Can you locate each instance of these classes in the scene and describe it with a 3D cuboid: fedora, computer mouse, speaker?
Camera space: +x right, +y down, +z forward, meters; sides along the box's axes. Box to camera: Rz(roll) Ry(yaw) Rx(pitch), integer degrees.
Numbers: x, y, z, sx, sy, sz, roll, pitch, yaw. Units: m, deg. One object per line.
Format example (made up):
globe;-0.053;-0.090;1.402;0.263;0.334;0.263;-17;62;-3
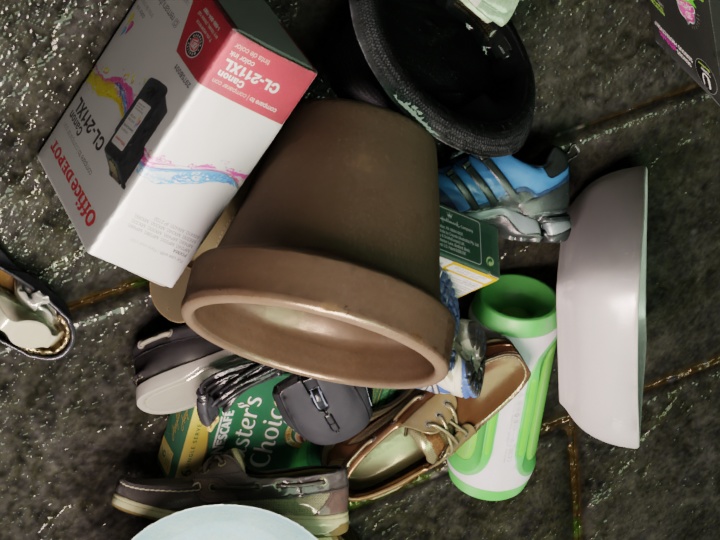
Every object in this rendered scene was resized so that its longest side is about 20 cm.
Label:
fedora;0.043;-0.155;1.675;0.200;0.202;0.091;22;141;-38
computer mouse;-0.057;0.115;1.765;0.139;0.046;0.200;-21;157;-1
speaker;0.127;0.106;1.936;0.088;0.089;0.201;-9;127;-23

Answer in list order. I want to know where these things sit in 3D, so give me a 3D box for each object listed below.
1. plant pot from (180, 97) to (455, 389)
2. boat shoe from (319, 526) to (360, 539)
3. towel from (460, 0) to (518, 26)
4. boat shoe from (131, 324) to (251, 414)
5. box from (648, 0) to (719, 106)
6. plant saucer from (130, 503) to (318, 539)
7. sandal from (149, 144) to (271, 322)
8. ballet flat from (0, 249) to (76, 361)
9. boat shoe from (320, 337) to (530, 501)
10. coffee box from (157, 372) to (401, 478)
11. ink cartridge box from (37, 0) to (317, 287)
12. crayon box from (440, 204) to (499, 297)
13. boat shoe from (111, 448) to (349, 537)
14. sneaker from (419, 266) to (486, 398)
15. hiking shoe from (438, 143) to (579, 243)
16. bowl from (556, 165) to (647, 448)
plant pot;-0.014;-0.025;1.583;0.200;0.199;0.176;28;69;-39
boat shoe;-0.035;0.262;1.976;0.063;0.073;0.201;-33;130;6
towel;0.080;-0.296;1.631;0.200;0.023;0.153;34;89;-35
boat shoe;-0.095;0.055;1.750;0.199;0.061;0.074;-23;152;18
box;0.314;-0.260;1.744;0.148;0.125;0.201;-24;132;-9
plant saucer;-0.113;0.265;1.792;0.199;0.039;0.202;-2;120;-4
sandal;-0.104;-0.056;1.722;0.069;0.077;0.213;-27;149;-52
ballet flat;-0.290;0.015;1.655;0.073;0.073;0.200;-46;131;9
boat shoe;0.059;0.136;1.849;0.199;0.074;0.076;-35;115;8
coffee box;-0.068;0.127;1.873;0.199;0.044;0.124;2;123;-29
ink cartridge box;-0.138;-0.112;1.591;0.082;0.146;0.201;23;110;-37
crayon box;0.000;0.000;1.768;0.125;0.052;0.199;20;147;-37
boat shoe;-0.106;0.181;1.815;0.199;0.072;0.067;6;93;-3
sneaker;0.038;0.055;1.742;0.084;0.078;0.200;-1;154;18
hiking shoe;0.084;-0.073;1.807;0.198;0.074;0.087;4;92;-23
bowl;0.210;0.032;1.872;0.074;0.201;0.201;0;126;8
